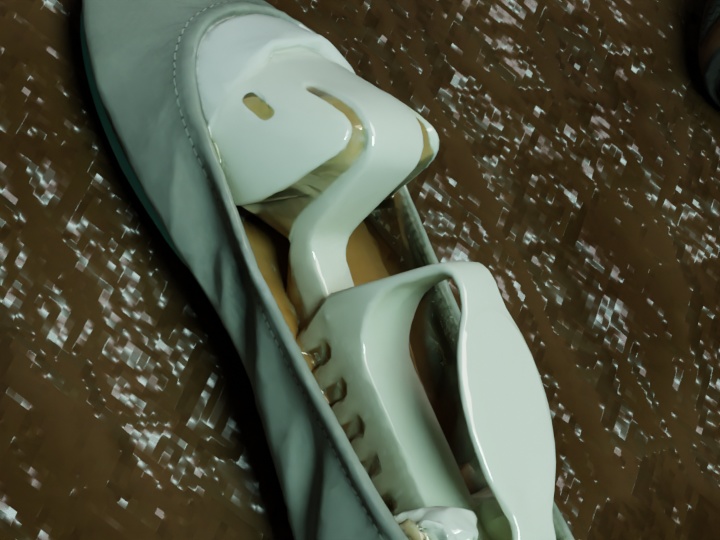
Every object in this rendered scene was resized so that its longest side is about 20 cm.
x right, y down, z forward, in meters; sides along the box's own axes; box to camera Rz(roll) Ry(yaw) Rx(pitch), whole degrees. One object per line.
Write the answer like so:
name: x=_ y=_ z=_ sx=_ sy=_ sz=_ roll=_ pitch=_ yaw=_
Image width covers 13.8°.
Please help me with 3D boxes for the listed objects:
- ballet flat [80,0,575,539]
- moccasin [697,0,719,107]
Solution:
ballet flat: x=0.000 y=0.000 z=0.631 sx=0.067 sy=0.064 sz=0.201 roll=-1 pitch=59 yaw=-42
moccasin: x=0.183 y=-0.041 z=0.830 sx=0.201 sy=0.074 sz=0.078 roll=25 pitch=54 yaw=-12
